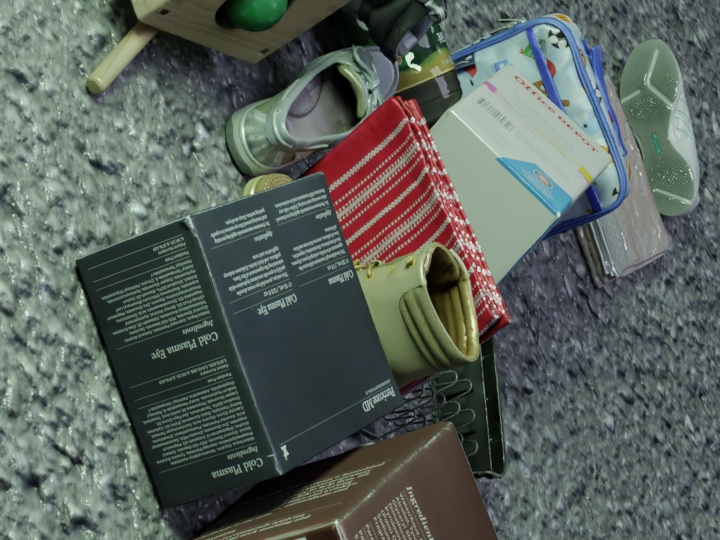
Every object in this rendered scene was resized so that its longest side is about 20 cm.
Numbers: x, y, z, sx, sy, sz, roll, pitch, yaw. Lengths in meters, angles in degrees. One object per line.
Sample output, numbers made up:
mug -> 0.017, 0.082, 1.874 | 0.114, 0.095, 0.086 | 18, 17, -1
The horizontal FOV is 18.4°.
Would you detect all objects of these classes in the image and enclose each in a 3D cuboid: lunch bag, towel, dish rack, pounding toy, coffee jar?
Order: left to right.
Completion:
pounding toy -> -0.123, -0.232, 1.640 | 0.184, 0.142, 0.201 | 14, 51, -58
coffee jar -> 0.020, -0.215, 1.893 | 0.104, 0.085, 0.202 | -83, 153, -83
towel -> 0.026, -0.015, 1.703 | 0.022, 0.144, 0.201 | -2, 62, -49
dish rack -> 0.043, 0.082, 1.805 | 0.200, 0.054, 0.155 | 30, 47, -50
lunch bag -> 0.157, -0.132, 2.019 | 0.202, 0.159, 0.076 | 69, 19, -4
towel -> 0.256, -0.096, 2.313 | 0.191, 0.032, 0.202 | -27, 98, -62

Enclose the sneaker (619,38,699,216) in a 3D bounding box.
sneaker -> 0.335, -0.155, 2.462 | 0.080, 0.070, 0.202 | 10, 71, -69

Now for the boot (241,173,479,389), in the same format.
boot -> 0.000, 0.000, 1.660 | 0.072, 0.155, 0.202 | -9, 76, -50

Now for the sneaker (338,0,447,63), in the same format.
sneaker -> -0.001, -0.220, 1.773 | 0.075, 0.200, 0.114 | -43, 106, -20

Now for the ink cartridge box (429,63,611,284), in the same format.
ink cartridge box -> 0.116, -0.076, 1.904 | 0.128, 0.125, 0.200 | 43, 27, 4

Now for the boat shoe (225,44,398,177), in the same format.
boat shoe -> -0.025, -0.132, 1.762 | 0.201, 0.064, 0.075 | -29, 99, -48

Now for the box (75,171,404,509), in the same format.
box -> -0.080, 0.046, 1.554 | 0.200, 0.103, 0.184 | -21, 92, -62

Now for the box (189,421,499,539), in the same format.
box -> -0.011, 0.227, 1.504 | 0.200, 0.165, 0.165 | -32, 101, -60
